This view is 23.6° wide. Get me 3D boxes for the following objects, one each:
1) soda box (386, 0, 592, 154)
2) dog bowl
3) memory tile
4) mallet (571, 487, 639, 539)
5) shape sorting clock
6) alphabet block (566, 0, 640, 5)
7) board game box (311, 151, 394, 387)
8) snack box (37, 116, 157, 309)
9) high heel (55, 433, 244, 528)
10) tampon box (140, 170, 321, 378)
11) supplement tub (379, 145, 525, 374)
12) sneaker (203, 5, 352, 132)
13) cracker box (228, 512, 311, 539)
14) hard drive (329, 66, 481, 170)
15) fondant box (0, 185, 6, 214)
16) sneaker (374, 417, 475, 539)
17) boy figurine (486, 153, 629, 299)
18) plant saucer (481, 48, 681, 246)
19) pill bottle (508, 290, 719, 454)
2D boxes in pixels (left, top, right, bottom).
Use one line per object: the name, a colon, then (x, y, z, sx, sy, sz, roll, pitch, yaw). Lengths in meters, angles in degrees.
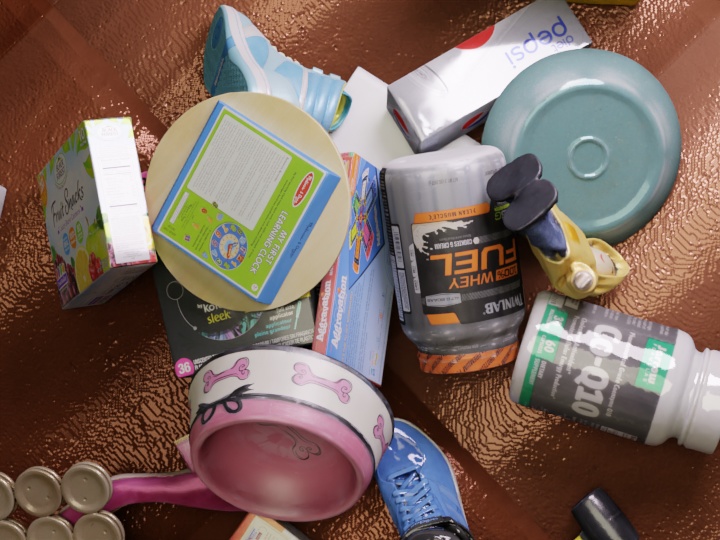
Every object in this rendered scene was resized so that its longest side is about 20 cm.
soda box: (0.124, -0.192, 1.685, 0.199, 0.063, 0.069, -30, 78, -7)
dog bowl: (-0.071, 0.159, 1.605, 0.198, 0.201, 0.074, 5, 49, 8)
memory tile: (-0.294, 0.284, 1.683, 0.152, 0.017, 0.202, -8, 104, 15)
mallet: (0.182, 0.300, 1.653, 0.066, 0.041, 0.200, 43, 94, 13)
shape sorting clock: (-0.103, -0.063, 1.579, 0.198, 0.039, 0.202, 1, 94, 18)
alphabet block: (0.185, -0.379, 1.650, 0.194, 0.196, 0.202, 5, 84, 9)
board game box: (0.000, 0.000, 1.633, 0.019, 0.103, 0.202, -2, 71, 32)
snack box: (-0.257, -0.053, 1.666, 0.053, 0.200, 0.143, -7, 80, -25)
high heel: (-0.209, 0.238, 1.699, 0.199, 0.067, 0.096, -29, 87, -3)
tampon box: (-0.114, -0.012, 1.666, 0.149, 0.126, 0.202, -15, 85, 12)
supplement tub: (0.089, -0.011, 1.625, 0.121, 0.123, 0.202, -8, 98, 6)
sneaker: (-0.080, -0.189, 1.711, 0.130, 0.201, 0.080, 8, 126, -24)
cracker box: (-0.059, 0.339, 1.665, 0.200, 0.058, 0.134, 37, 90, 11)
hard drive: (0.045, -0.094, 1.719, 0.199, 0.027, 0.132, 33, 89, 9)
fondant box: (-0.477, -0.037, 1.762, 0.198, 0.058, 0.145, 11, 85, 7)
sneaker: (0.062, 0.231, 1.635, 0.076, 0.111, 0.201, -23, 81, 4)
boy figurine: (0.190, -0.023, 1.595, 0.064, 0.200, 0.125, -36, 48, 13)
plant saucer: (0.216, -0.111, 1.654, 0.198, 0.036, 0.202, -1, 106, -5)
pill bottle: (0.249, 0.099, 1.626, 0.199, 0.113, 0.114, 16, 86, 9)
